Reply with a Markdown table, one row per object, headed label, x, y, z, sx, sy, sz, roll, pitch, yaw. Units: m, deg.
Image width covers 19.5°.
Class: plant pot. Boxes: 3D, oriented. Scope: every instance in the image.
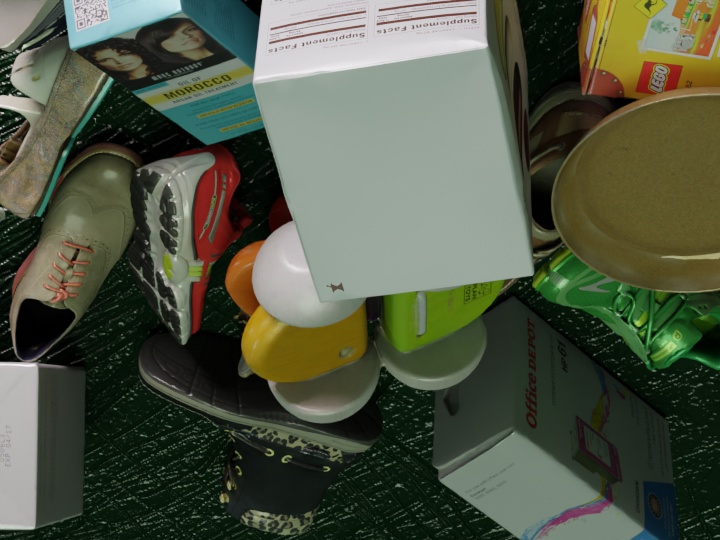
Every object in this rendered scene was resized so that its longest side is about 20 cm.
| label | x | y | z | sx | sy | sz | roll | pitch | yaw |
| --- | --- | --- | --- | --- | --- | --- | --- | --- | --- |
| plant pot | 0.228 | -0.058 | 1.416 | 0.198 | 0.028 | 0.201 | 1 | 141 | 1 |

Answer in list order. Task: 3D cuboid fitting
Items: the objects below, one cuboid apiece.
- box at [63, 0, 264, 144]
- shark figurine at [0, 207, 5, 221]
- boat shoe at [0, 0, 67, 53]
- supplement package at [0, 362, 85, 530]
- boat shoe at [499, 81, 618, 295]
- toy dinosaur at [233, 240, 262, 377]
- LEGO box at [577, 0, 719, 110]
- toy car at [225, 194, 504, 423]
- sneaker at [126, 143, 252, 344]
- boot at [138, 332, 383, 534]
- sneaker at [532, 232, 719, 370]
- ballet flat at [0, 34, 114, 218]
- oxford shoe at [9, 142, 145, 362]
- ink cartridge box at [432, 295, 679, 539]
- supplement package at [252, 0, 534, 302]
| label | x | y | z | sx | sy | sz | roll | pitch | yaw |
| --- | --- | --- | --- | --- | --- | --- | --- | --- | --- |
| box | -0.111 | -0.144 | 1.369 | 0.082 | 0.050 | 0.200 | -16 | 160 | 18 |
| shark figurine | -0.348 | -0.041 | 1.495 | 0.127 | 0.090 | 0.215 | -5 | 143 | 39 |
| boat shoe | -0.181 | -0.221 | 1.356 | 0.200 | 0.093 | 0.075 | -42 | 90 | 7 |
| supplement package | -0.283 | 0.131 | 1.584 | 0.118 | 0.123 | 0.200 | 0 | 176 | 3 |
| boat shoe | 0.119 | -0.045 | 1.498 | 0.075 | 0.072 | 0.201 | 17 | 132 | -13 |
| toy dinosaur | -0.035 | 0.007 | 1.581 | 0.199 | 0.061 | 0.106 | -35 | 155 | 26 |
| LEGO box | 0.231 | -0.202 | 1.338 | 0.147 | 0.078 | 0.201 | 7 | 134 | -4 |
| toy car | 0.000 | 0.000 | 1.486 | 0.198 | 0.151 | 0.176 | -16 | 143 | -10 |
| sneaker | -0.119 | -0.018 | 1.539 | 0.084 | 0.077 | 0.201 | -28 | 155 | -24 |
| boot | -0.100 | 0.137 | 1.685 | 0.202 | 0.074 | 0.154 | 18 | 135 | -12 |
| sneaker | 0.212 | 0.023 | 1.525 | 0.199 | 0.084 | 0.074 | 15 | 131 | -36 |
| ballet flat | -0.220 | -0.113 | 1.457 | 0.067 | 0.068 | 0.200 | 26 | 128 | -12 |
| oxford shoe | -0.208 | -0.009 | 1.547 | 0.070 | 0.075 | 0.201 | 18 | 132 | -13 |
| ink cartridge box | 0.152 | 0.138 | 1.621 | 0.199 | 0.145 | 0.084 | 36 | 126 | -28 |
| supplement package | 0.027 | -0.123 | 1.340 | 0.145 | 0.201 | 0.192 | -7 | 134 | 10 |
